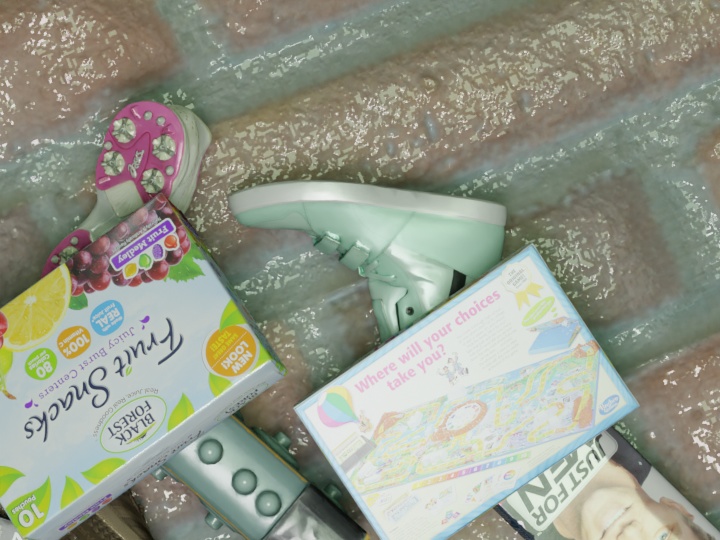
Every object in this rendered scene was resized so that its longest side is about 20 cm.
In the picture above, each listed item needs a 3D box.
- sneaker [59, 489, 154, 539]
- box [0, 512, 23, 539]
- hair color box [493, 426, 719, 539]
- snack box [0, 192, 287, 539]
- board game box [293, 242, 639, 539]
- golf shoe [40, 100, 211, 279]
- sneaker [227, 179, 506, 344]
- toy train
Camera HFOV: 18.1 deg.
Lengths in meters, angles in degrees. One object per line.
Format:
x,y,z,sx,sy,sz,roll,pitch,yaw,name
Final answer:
-0.167,0.182,1.569,0.070,0.076,0.201,-27,107,26,sneaker
-0.323,0.249,1.563,0.160,0.049,0.202,18,85,-2,box
0.170,0.173,1.603,0.200,0.061,0.100,44,84,-1,hair color box
-0.169,0.066,1.489,0.199,0.053,0.143,-36,73,2,snack box
0.072,0.092,1.549,0.199,0.034,0.135,-34,91,1,board game box
-0.160,-0.026,1.584,0.075,0.091,0.201,33,108,14,golf shoe
0.000,0.000,1.595,0.198,0.074,0.119,7,89,-3,sneaker
-0.077,0.147,1.557,0.200,0.114,0.085,43,83,-1,toy train
